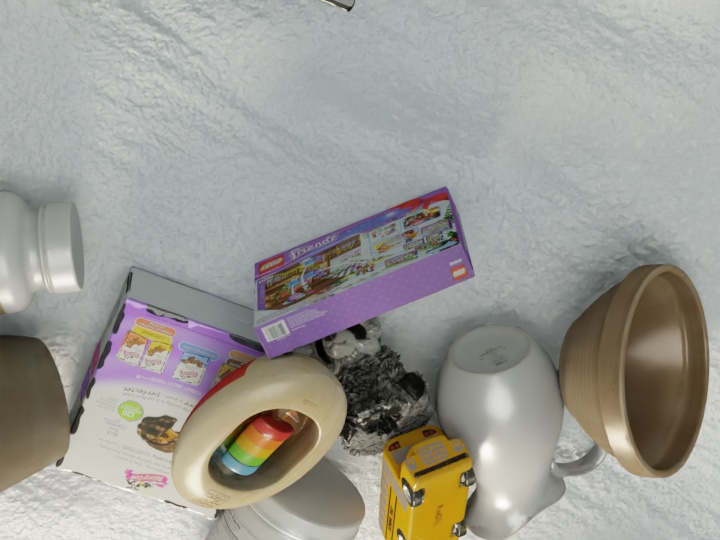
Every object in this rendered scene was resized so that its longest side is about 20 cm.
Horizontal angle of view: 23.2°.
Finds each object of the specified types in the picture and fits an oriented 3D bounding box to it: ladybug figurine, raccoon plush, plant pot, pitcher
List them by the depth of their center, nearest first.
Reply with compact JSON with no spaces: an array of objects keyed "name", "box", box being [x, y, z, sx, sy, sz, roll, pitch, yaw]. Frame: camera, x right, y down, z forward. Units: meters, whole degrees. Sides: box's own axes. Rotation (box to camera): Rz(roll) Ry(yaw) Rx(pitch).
[{"name":"ladybug figurine","box":[-0.098,0.143,1.605,0.136,0.072,0.200,28,120,-36]},{"name":"plant pot","box":[-0.368,0.135,1.614,0.173,0.200,0.200,-13,119,-25]},{"name":"plant pot","box":[0.249,0.093,1.654,0.093,0.201,0.201,2,122,33]},{"name":"pitcher","box":[0.161,0.144,1.700,0.172,0.121,0.200,-25,126,-18]},{"name":"raccoon plush","box":[0.003,0.114,1.702,0.097,0.134,0.200,-24,149,-9]}]

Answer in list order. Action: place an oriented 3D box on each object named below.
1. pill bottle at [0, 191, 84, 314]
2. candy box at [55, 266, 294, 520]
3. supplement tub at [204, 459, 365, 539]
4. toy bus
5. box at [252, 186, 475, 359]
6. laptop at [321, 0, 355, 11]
[{"name":"pill bottle","box":[-0.354,-0.013,1.578,0.200,0.111,0.111,-6,117,-1]},{"name":"candy box","box":[-0.179,0.120,1.679,0.168,0.072,0.200,20,113,-14]},{"name":"supplement tub","box":[-0.093,0.289,1.735,0.132,0.132,0.200,23,112,-14]},{"name":"toy bus","box":[0.061,0.214,1.686,0.065,0.078,0.200,-19,148,-14]},{"name":"box","box":[0.000,0.000,1.594,0.200,0.137,0.039,-22,114,7]},{"name":"laptop","box":[-0.056,-0.350,1.433,0.187,0.200,0.116,20,147,-13]}]
